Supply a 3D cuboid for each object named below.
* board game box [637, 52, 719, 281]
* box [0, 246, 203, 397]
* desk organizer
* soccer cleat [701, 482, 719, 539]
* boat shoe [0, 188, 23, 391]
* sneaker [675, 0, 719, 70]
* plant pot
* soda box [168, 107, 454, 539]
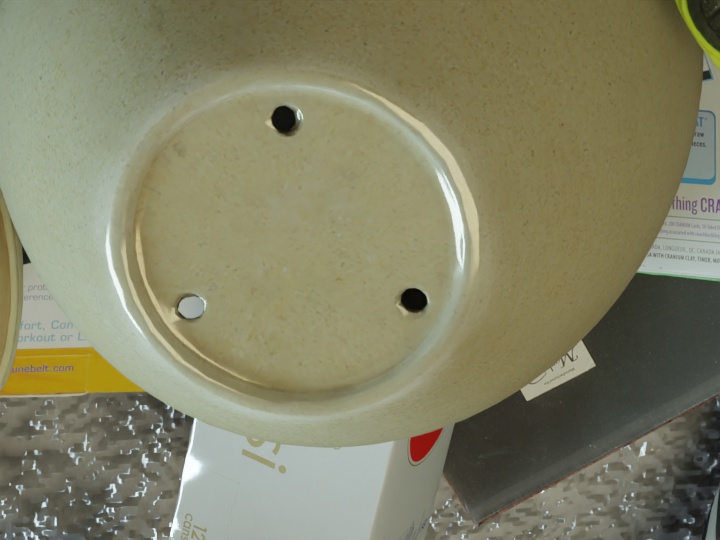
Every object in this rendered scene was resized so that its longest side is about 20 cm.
[{"bbox_3d":[0.143,-0.094,0.799,0.152,0.040,0.201,6,106,28],"label":"board game box"},{"bbox_3d":[-0.089,-0.055,0.841,0.118,0.042,0.201,0,119,-18],"label":"box"},{"bbox_3d":[0.109,-0.003,0.913,0.199,0.077,0.072,-30,93,21],"label":"desk organizer"},{"bbox_3d":[0.157,0.066,0.986,0.068,0.085,0.201,21,92,3],"label":"soccer cleat"},{"bbox_3d":[-0.143,-0.037,0.774,0.073,0.069,0.201,-4,117,14],"label":"boat shoe"},{"bbox_3d":[0.101,-0.129,0.738,0.074,0.201,0.083,-28,171,24],"label":"sneaker"},{"bbox_3d":[-0.011,-0.033,0.735,0.199,0.135,0.202,2,114,5],"label":"plant pot"},{"bbox_3d":[0.000,0.000,0.866,0.068,0.064,0.201,21,115,17],"label":"soda box"}]
